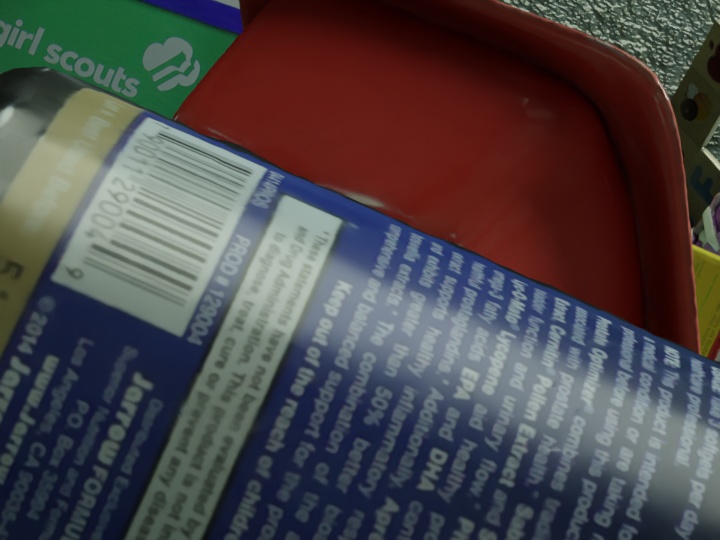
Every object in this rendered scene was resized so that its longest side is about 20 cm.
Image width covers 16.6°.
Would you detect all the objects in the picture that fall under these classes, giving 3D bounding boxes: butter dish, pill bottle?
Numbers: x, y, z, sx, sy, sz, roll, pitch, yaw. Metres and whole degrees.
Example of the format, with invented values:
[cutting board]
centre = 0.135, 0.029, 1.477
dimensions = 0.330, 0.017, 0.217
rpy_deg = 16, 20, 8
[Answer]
[butter dish]
centre = 0.002, 0.009, 0.829
dimensions = 0.199, 0.148, 0.200
rpy_deg = 27, -37, 36
[pill bottle]
centre = 0.011, 0.054, 0.396
dimensions = 0.200, 0.112, 0.112
rpy_deg = 24, 4, 0

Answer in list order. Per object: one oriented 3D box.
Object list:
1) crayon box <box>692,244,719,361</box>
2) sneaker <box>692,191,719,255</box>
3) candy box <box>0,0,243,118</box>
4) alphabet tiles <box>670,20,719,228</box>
[crayon box]
centre = 0.144, 0.055, 1.083
dimensions = 0.051, 0.127, 0.200
rpy_deg = 22, 5, -35
[sneaker]
centre = 0.164, 0.016, 1.333
dimensions = 0.114, 0.201, 0.073
rpy_deg = 14, 25, -2
[candy box]
centre = -0.105, -0.085, 0.942
dimensions = 0.169, 0.200, 0.077
rpy_deg = 23, 4, -13
[alphabet tiles]
centre = 0.208, -0.011, 1.381
dimensions = 0.008, 0.200, 0.167
rpy_deg = -14, 54, -38
